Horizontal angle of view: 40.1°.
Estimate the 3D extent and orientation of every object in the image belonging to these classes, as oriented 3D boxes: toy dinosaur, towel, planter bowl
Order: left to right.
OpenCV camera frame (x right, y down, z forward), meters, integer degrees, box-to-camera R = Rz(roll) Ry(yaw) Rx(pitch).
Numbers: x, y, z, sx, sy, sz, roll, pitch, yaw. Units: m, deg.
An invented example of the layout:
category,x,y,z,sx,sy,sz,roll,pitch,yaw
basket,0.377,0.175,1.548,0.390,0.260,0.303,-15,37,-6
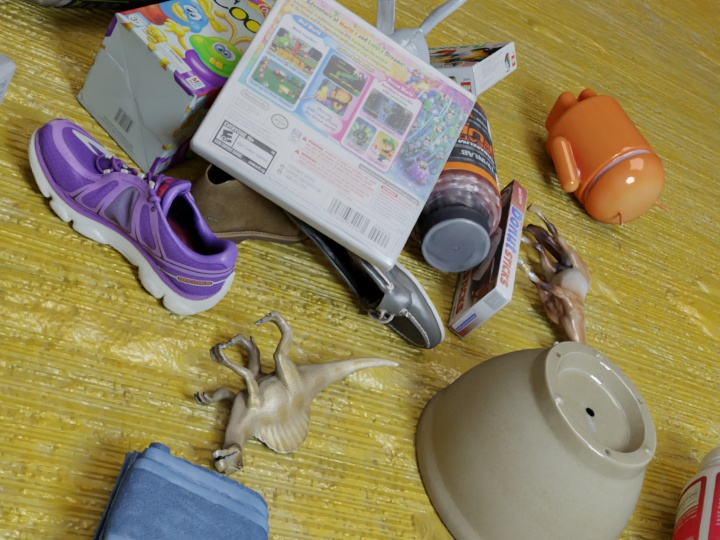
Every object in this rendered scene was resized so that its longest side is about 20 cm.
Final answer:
category,x,y,z,sx,sy,sz,roll,pitch,yaw
towel,-0.121,0.207,0.596,0.110,0.049,0.202,29,37,-14
toy dinosaur,-0.065,0.089,0.775,0.199,0.058,0.102,-30,89,-44
planter bowl,0.165,0.147,0.839,0.198,0.135,0.203,24,40,-22

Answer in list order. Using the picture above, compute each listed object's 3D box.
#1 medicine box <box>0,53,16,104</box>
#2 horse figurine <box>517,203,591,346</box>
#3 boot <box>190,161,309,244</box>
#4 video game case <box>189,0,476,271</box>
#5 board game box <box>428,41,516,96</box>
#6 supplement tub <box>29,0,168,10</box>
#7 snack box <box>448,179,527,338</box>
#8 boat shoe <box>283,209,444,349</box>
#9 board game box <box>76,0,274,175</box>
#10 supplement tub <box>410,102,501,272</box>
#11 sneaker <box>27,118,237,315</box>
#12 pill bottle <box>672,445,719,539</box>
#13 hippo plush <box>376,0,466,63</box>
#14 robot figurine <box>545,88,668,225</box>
category,x,y,z,sx,sy,sz,roll,pitch,yaw
medicine box,-0.331,-0.087,0.579,0.181,0.201,0.103,36,34,-4
horse figurine,0.214,0.009,1.088,0.133,0.050,0.201,45,29,-15
boot,-0.077,-0.072,0.898,0.198,0.076,0.074,-14,60,-49
video game case,-0.018,-0.128,0.847,0.198,0.024,0.184,31,71,-8
board game box,0.060,-0.219,1.093,0.126,0.196,0.035,-40,127,-53
supplement tub,-0.257,-0.314,0.942,0.198,0.123,0.123,-14,62,-48
snack box,0.136,-0.016,1.029,0.024,0.072,0.201,37,36,-13
boat shoe,0.000,0.000,0.891,0.057,0.067,0.202,-41,102,-28
board game box,-0.147,-0.185,0.924,0.105,0.103,0.200,45,37,6
supplement tub,0.094,-0.093,1.042,0.105,0.107,0.202,23,40,-22
sneaker,-0.174,-0.058,0.788,0.199,0.084,0.081,40,36,0
pill bottle,0.345,0.254,0.908,0.112,0.113,0.200,39,37,-1
hippo plush,-0.002,-0.166,0.967,0.156,0.161,0.204,13,81,-5
robot figurine,0.317,-0.144,1.288,0.143,0.116,0.202,23,34,-56
